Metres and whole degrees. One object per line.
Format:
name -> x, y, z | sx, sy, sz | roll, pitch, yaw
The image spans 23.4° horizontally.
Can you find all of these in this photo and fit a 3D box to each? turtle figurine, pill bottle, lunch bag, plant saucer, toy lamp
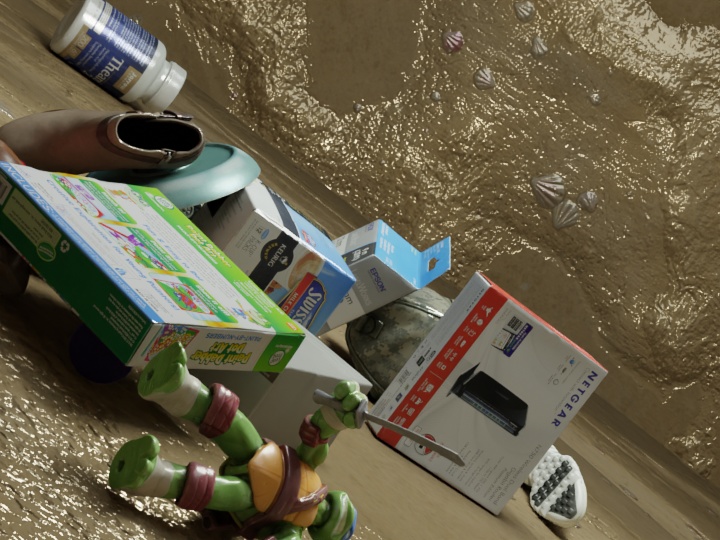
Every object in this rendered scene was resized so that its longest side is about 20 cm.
turtle figurine -> -0.050, 0.132, 1.131 | 0.193, 0.145, 0.200 | 30, 6, -28
pill bottle -> -0.374, -0.334, 2.706 | 0.199, 0.111, 0.111 | 35, 7, -22
lunch bag -> 0.059, 0.084, 2.034 | 0.167, 0.140, 0.200 | 36, 6, -3
plant saucer -> -0.202, -0.096, 1.777 | 0.200, 0.198, 0.028 | -122, -160, -72
toy lamp -> -0.189, 0.032, 1.370 | 0.058, 0.058, 0.200 | 37, 14, -7

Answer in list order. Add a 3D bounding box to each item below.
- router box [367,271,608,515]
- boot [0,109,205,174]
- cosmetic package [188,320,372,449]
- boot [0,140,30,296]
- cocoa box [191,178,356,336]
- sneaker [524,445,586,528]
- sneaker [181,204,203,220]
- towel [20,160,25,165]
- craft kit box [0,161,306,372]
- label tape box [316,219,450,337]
router box -> 0.135, 0.132, 1.851 | 0.179, 0.201, 0.049 | 34, 6, -23
boot -> -0.253, -0.131, 1.711 | 0.198, 0.071, 0.146 | -4, 1, -22
cosmetic package -> -0.082, 0.092, 1.490 | 0.107, 0.090, 0.200 | 39, 10, 24
boot -> -0.261, -0.014, 1.384 | 0.186, 0.064, 0.200 | 41, 10, -17
cocoa box -> -0.105, -0.001, 1.769 | 0.131, 0.134, 0.200 | 36, 7, -18
sneaker -> 0.245, 0.266, 2.109 | 0.081, 0.075, 0.200 | 45, 5, -15
sneaker -> -0.183, -0.035, 1.912 | 0.200, 0.075, 0.076 | 47, -2, -9
towel -> -0.378, -0.116, 1.598 | 0.199, 0.023, 0.145 | 34, 8, -29
craft kit box -> -0.166, -0.001, 1.326 | 0.200, 0.049, 0.197 | 43, 20, 28
label tape box -> 0.000, 0.000, 1.942 | 0.066, 0.199, 0.143 | 61, 11, -14
